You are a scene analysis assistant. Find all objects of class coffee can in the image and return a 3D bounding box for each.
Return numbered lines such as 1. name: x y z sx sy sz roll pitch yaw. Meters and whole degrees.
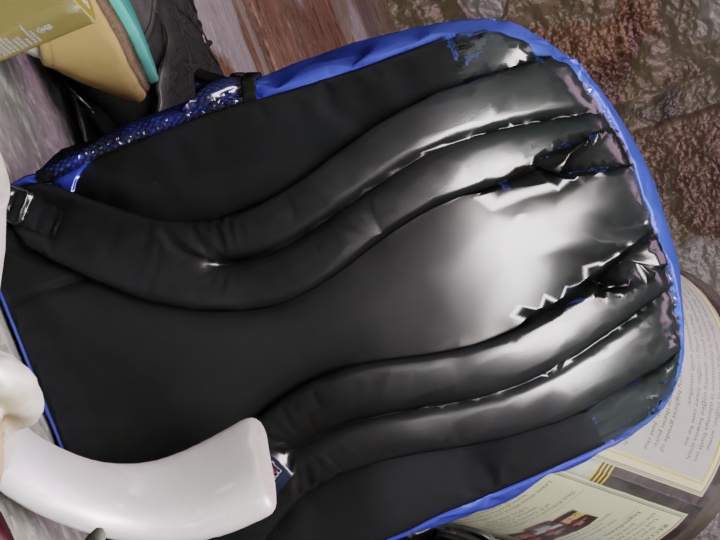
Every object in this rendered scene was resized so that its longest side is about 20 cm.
1. coffee can: 0.059 0.042 1.079 0.200 0.146 0.147 22 41 -46

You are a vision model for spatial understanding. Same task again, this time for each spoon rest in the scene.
1. spoon rest: -0.102 0.008 0.657 0.200 0.061 0.099 49 15 -31

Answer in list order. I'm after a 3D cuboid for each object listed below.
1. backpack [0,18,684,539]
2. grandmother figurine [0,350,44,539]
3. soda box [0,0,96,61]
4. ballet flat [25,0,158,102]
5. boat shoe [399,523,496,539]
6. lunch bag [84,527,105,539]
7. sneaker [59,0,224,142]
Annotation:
1. backpack: 0.000 0.000 0.815 0.168 0.200 0.163 -70 138 -79
2. grandmother figurine: -0.085 0.087 0.520 0.121 0.060 0.200 101 -23 -46
3. soda box: -0.138 -0.117 0.657 0.200 0.064 0.068 51 19 -70
4. ballet flat: -0.122 -0.121 0.819 0.200 0.063 0.069 71 -6 -50
5. boat shoe: 0.038 0.133 0.921 0.201 0.063 0.074 20 21 -43
6. lunch bag: -0.094 0.055 0.290 0.164 0.117 0.200 -92 166 -72
7. sneaker: -0.089 -0.091 1.001 0.200 0.060 0.104 -91 159 -55
